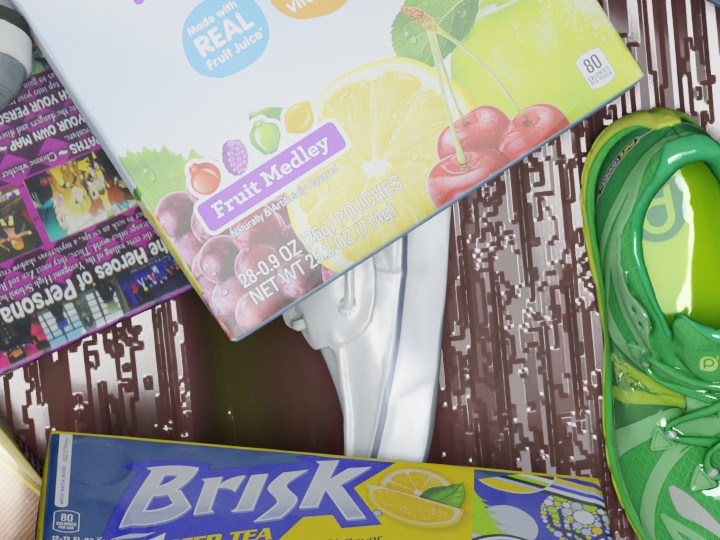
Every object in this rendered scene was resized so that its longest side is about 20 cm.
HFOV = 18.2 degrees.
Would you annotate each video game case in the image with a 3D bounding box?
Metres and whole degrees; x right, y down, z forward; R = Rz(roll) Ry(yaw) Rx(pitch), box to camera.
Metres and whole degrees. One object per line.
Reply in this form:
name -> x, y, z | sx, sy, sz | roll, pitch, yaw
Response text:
video game case -> -0.178, -0.037, 0.783 | 0.200, 0.036, 0.181 | -26, 90, -29

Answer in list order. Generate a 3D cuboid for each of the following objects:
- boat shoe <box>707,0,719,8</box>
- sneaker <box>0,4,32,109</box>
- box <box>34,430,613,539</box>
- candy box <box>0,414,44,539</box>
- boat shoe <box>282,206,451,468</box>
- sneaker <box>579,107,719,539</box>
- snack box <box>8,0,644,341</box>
boat shoe -> 0.098, -0.165, 0.837 | 0.200, 0.072, 0.072 | 42, 87, -3
sneaker -> -0.195, -0.023, 0.700 | 0.200, 0.084, 0.121 | -6, 75, -19
box -> -0.014, 0.108, 0.784 | 0.200, 0.070, 0.064 | 5, 124, -8
candy box -> -0.212, 0.046, 0.819 | 0.115, 0.055, 0.200 | -38, 97, -5
boat shoe -> 0.000, 0.000, 0.844 | 0.065, 0.074, 0.200 | 4, 86, 2
sneaker -> 0.128, 0.038, 0.849 | 0.074, 0.084, 0.200 | -16, 96, -7
snack box -> -0.028, -0.102, 0.777 | 0.169, 0.068, 0.200 | -33, 89, -3
